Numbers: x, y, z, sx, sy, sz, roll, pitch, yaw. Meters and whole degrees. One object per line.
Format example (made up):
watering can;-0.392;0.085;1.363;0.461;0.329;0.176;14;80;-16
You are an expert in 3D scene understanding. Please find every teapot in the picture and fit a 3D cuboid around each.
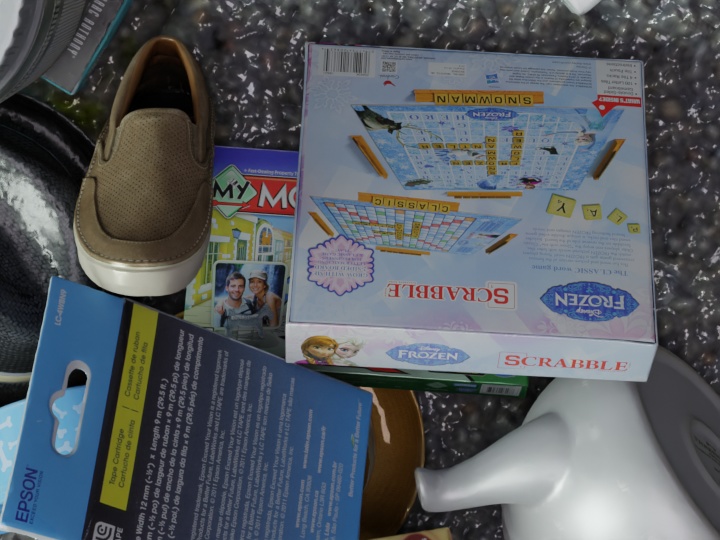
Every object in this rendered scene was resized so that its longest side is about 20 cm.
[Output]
teapot;0.152;0.149;1.194;0.146;0.197;0.200;-38;86;23

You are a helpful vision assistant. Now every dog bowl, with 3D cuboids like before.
dog bowl;-0.191;0.112;1.187;0.111;0.200;0.050;-5;75;-40

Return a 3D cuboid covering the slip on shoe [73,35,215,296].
slip on shoe;-0.113;-0.060;1.133;0.076;0.200;0.061;5;124;3

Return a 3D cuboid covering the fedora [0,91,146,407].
fedora;-0.205;-0.019;1.166;0.200;0.092;0.202;3;80;-18

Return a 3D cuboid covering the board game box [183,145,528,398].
board game box;0.000;0.000;1.202;0.199;0.029;0.135;4;71;-1

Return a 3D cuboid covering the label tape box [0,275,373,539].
label tape box;-0.096;0.106;1.087;0.199;0.066;0.144;21;57;-24

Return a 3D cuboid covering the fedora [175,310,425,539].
fedora;-0.061;0.112;1.226;0.200;0.082;0.202;0;100;0

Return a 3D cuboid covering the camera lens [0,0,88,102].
camera lens;-0.227;-0.156;1.065;0.159;0.200;0.161;0;101;1

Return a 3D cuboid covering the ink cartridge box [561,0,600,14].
ink cartridge box;0.143;-0.275;1.173;0.200;0.044;0.174;-40;98;7

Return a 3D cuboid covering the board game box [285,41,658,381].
board game box;0.062;-0.036;1.155;0.199;0.200;0.041;4;145;0

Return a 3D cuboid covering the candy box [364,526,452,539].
candy box;-0.037;0.203;1.216;0.199;0.116;0.056;-9;70;3

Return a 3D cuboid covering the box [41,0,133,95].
box;-0.228;-0.188;1.187;0.199;0.049;0.082;31;100;-5
